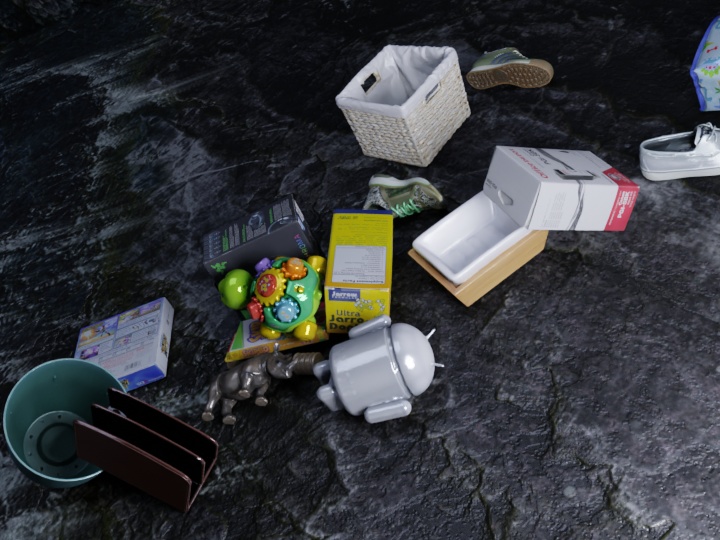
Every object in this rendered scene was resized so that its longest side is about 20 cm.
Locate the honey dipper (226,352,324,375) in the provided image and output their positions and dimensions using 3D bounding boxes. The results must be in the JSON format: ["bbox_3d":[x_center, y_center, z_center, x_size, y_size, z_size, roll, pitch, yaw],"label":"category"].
[{"bbox_3d":[-0.152,0.163,1.455,0.198,0.038,0.038,-6,44,31],"label":"honey dipper"}]

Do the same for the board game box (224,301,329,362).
[{"bbox_3d":[-0.145,0.108,1.494,0.197,0.030,0.096,-16,28,15],"label":"board game box"}]

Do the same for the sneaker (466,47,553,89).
[{"bbox_3d":[0.323,-0.438,1.784,0.198,0.067,0.090,6,55,40],"label":"sneaker"}]

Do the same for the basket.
[{"bbox_3d":[0.096,-0.343,1.749,0.198,0.162,0.199,16,57,43],"label":"basket"}]

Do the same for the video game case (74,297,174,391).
[{"bbox_3d":[-0.463,0.159,1.640,0.198,0.046,0.183,-20,41,11],"label":"video game case"}]

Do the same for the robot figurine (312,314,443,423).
[{"bbox_3d":[0.029,0.151,1.291,0.198,0.113,0.171,-21,59,11],"label":"robot figurine"}]

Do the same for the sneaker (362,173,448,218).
[{"bbox_3d":[0.081,-0.124,1.605,0.198,0.077,0.089,11,66,45],"label":"sneaker"}]

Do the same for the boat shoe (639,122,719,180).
[{"bbox_3d":[0.556,-0.200,1.381,0.198,0.072,0.071,-9,43,24],"label":"boat shoe"}]

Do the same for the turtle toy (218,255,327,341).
[{"bbox_3d":[-0.148,0.037,1.422,0.198,0.101,0.148,0,73,34],"label":"turtle toy"}]

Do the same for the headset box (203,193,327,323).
[{"bbox_3d":[-0.173,-0.011,1.541,0.198,0.175,0.093,-23,36,6],"label":"headset box"}]

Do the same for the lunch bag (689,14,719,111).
[{"bbox_3d":[0.682,-0.374,1.450,0.168,0.128,0.202,9,61,38],"label":"lunch bag"}]

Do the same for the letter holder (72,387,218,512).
[{"bbox_3d":[-0.327,0.261,1.296,0.198,0.143,0.101,26,55,4],"label":"letter holder"}]

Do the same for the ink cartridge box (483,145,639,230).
[{"bbox_3d":[0.321,-0.133,1.364,0.197,0.084,0.147,-1,31,-26],"label":"ink cartridge box"}]

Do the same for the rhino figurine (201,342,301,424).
[{"bbox_3d":[-0.178,0.181,1.406,0.199,0.060,0.088,-30,37,22],"label":"rhino figurine"}]

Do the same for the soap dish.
[{"bbox_3d":[0.199,-0.041,1.421,0.199,0.082,0.157,-36,39,-8],"label":"soap dish"}]

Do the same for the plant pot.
[{"bbox_3d":[-0.496,0.271,1.417,0.161,0.199,0.202,-48,12,54],"label":"plant pot"}]

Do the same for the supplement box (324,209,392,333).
[{"bbox_3d":[0.000,0.000,1.454,0.107,0.111,0.202,2,44,3],"label":"supplement box"}]
